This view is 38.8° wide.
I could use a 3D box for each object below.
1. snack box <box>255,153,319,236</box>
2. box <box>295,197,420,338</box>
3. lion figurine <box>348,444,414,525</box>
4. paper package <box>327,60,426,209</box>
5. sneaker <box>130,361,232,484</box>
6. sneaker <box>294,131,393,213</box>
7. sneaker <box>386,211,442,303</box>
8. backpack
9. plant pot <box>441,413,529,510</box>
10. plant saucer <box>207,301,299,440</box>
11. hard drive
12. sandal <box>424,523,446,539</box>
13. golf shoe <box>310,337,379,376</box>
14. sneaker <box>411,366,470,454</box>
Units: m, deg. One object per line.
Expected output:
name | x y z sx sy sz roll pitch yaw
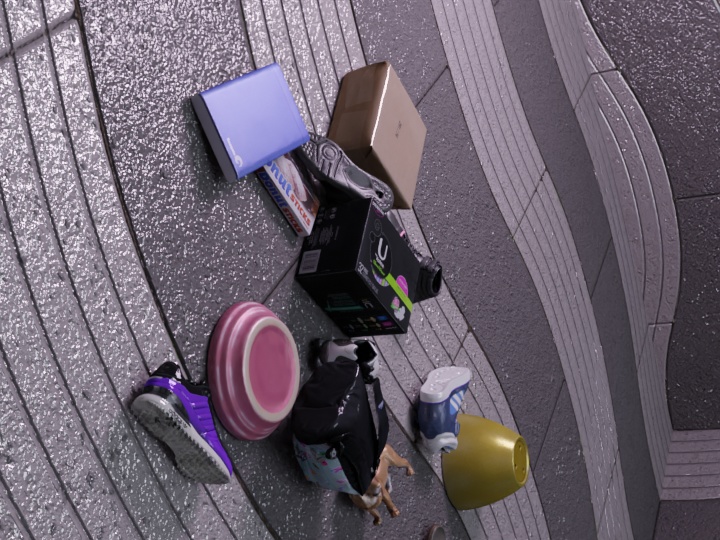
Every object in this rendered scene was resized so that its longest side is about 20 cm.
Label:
snack box | -0.125 -0.148 1.632 0.201 0.024 0.073 57 38 -40
box | 0.000 0.000 1.737 0.200 0.122 0.151 49 44 -45
lion figurine | 0.030 0.359 1.796 0.124 0.071 0.201 60 21 -17
paper package | 0.033 -0.236 1.866 0.191 0.102 0.203 52 41 -45
sneaker | -0.216 0.197 1.348 0.202 0.068 0.101 61 33 -37
sneaker | -0.048 -0.149 1.742 0.198 0.114 0.077 34 56 -21
sneaker | 0.101 -0.031 1.958 0.071 0.097 0.204 -43 121 -53
backpack | -0.035 0.256 1.601 0.168 0.124 0.202 -57 145 -36
plant pot | 0.274 0.401 2.154 0.199 0.139 0.205 22 65 -59
plant saucer | -0.148 0.147 1.506 0.200 0.050 0.205 21 66 -59
hard drive | -0.161 -0.227 1.540 0.200 0.025 0.134 -38 107 -52
sandal | 0.157 0.598 1.987 0.081 0.054 0.204 29 60 -57
golf shoe | -0.001 0.159 1.736 0.199 0.093 0.080 19 66 -61
sneaker | 0.169 0.287 2.059 0.200 0.079 0.150 -29 118 -64
